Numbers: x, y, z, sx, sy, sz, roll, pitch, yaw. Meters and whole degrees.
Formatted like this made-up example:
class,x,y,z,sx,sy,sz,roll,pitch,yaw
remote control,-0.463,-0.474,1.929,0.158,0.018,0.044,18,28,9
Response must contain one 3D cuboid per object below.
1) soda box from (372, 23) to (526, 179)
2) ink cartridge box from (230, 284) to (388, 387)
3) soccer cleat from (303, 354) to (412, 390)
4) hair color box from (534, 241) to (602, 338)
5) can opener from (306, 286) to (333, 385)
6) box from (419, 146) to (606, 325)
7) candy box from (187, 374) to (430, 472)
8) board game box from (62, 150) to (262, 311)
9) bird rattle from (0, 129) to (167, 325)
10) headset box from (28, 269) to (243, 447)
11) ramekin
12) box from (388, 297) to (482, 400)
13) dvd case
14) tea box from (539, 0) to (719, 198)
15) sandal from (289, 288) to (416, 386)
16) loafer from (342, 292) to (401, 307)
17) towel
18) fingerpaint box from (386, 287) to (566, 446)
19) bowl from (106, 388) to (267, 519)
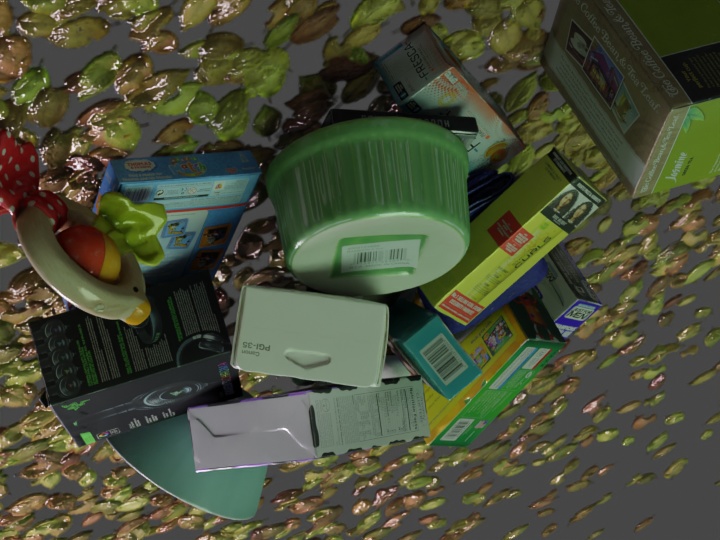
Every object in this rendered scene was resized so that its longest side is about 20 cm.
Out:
class,x,y,z,sx,sy,sz,roll,pitch,yaw
soda box,0.092,-0.163,1.546,0.068,0.064,0.200,-35,148,11
ink cartridge box,-0.045,0.064,1.538,0.146,0.083,0.200,8,178,0
soccer cleat,-0.021,0.159,1.867,0.086,0.070,0.200,-7,163,-44
hair color box,0.190,0.062,1.908,0.065,0.109,0.200,12,131,-48
can opener,-0.048,0.058,1.742,0.078,0.064,0.200,-4,141,-8
box,0.152,-0.033,1.585,0.200,0.050,0.075,-41,145,13
candy box,-0.052,0.159,1.623,0.167,0.072,0.200,-11,175,37
board game box,-0.198,-0.033,1.522,0.151,0.037,0.200,-7,142,-33
bird rattle,-0.248,-0.031,1.351,0.113,0.163,0.200,-39,139,10
headset box,-0.231,0.094,1.573,0.199,0.093,0.174,-16,161,-7
ramekin,0.012,-0.054,1.484,0.199,0.098,0.200,-6,155,-3
box,0.070,0.084,1.702,0.049,0.082,0.200,-39,-172,-5
dvd case,0.013,-0.097,1.540,0.150,0.025,0.200,1,153,-19
tea box,0.318,-0.205,1.538,0.196,0.200,0.134,-14,146,-21
sandal,-0.001,0.082,1.838,0.200,0.048,0.075,-43,147,22
loafer,0.000,0.000,1.684,0.072,0.063,0.200,-36,163,-2
towel,0.119,-0.020,1.662,0.147,0.050,0.200,-31,145,0
fingerpaint box,0.127,0.083,1.831,0.073,0.167,0.200,7,133,-41
bowl,-0.176,0.178,1.725,0.201,0.201,0.105,21,104,-52
